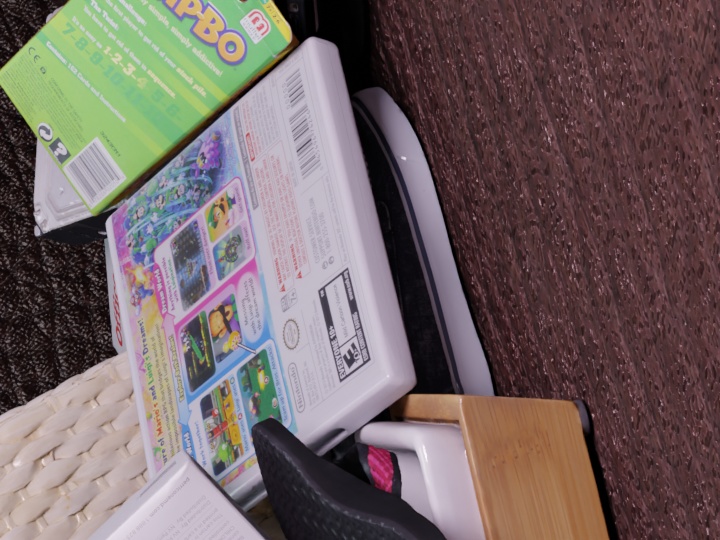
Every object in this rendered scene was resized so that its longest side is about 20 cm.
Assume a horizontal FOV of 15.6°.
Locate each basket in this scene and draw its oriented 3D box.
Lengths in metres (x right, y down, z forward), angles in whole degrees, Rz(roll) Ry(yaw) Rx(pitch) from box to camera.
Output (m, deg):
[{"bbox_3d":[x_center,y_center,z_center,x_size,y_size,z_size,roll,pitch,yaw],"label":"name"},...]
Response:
[{"bbox_3d":[-0.159,0.171,1.432,0.199,0.200,0.161,58,147,7],"label":"basket"}]

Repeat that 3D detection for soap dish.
[{"bbox_3d":[0.062,0.129,1.201,0.200,0.081,0.158,163,93,-82],"label":"soap dish"}]

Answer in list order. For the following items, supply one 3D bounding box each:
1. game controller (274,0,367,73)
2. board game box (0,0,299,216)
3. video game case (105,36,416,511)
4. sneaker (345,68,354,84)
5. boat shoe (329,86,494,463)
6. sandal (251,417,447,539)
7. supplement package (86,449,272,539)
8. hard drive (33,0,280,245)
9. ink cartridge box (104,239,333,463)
[{"bbox_3d":[-0.027,-0.161,1.359,0.200,0.042,0.105,85,-158,-47],"label":"game controller"},{"bbox_3d":[-0.110,-0.114,1.366,0.096,0.030,0.200,55,137,1],"label":"board game box"},{"bbox_3d":[-0.055,0.013,1.314,0.182,0.024,0.201,-39,52,37],"label":"video game case"},{"bbox_3d":[-0.040,-0.089,1.468,0.075,0.084,0.201,-26,60,44],"label":"sneaker"},{"bbox_3d":[0.000,0.000,1.357,0.071,0.091,0.201,96,159,-65],"label":"boat shoe"},{"bbox_3d":[0.008,0.111,1.142,0.200,0.045,0.075,25,137,60],"label":"sandal"},{"bbox_3d":[-0.051,0.193,1.208,0.200,0.110,0.114,47,175,-3],"label":"supplement package"},{"bbox_3d":[-0.114,-0.100,1.465,0.200,0.038,0.140,-15,68,49],"label":"hard drive"},{"bbox_3d":[-0.078,0.033,1.524,0.200,0.086,0.147,-129,30,-47],"label":"ink cartridge box"}]
